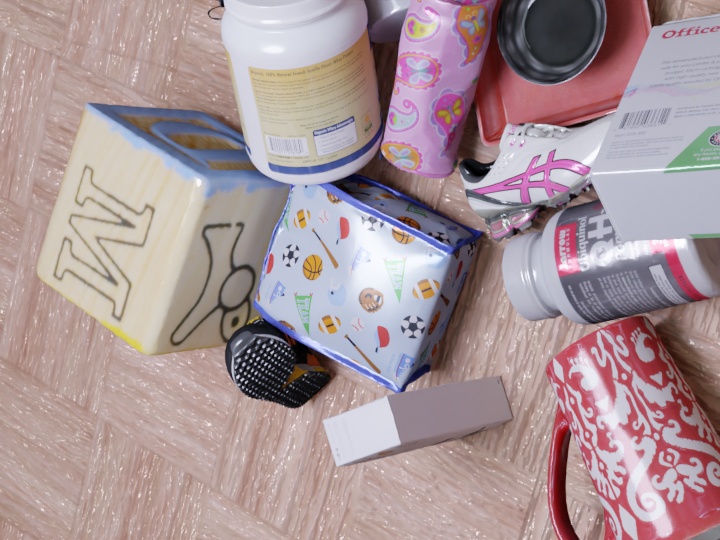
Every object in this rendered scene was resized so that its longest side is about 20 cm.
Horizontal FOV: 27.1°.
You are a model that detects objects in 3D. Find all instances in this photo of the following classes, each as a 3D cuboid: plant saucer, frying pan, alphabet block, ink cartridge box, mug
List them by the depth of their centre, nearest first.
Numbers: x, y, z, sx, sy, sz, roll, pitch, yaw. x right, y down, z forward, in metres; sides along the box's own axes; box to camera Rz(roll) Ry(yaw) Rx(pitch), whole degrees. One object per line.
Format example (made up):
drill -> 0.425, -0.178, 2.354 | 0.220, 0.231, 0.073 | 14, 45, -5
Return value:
ink cartridge box -> 0.296, -0.124, 1.255 | 0.144, 0.201, 0.088 | -3, 136, 35
mug -> 0.238, 0.163, 1.347 | 0.176, 0.133, 0.201 | -26, 71, 3
frying pan -> 0.196, -0.262, 1.379 | 0.115, 0.031, 0.191 | 38, 111, 28
plant saucer -> 0.190, -0.237, 1.427 | 0.198, 0.037, 0.202 | -13, 86, 36
alphabet block -> -0.198, -0.047, 1.600 | 0.196, 0.195, 0.202 | 32, 110, 32

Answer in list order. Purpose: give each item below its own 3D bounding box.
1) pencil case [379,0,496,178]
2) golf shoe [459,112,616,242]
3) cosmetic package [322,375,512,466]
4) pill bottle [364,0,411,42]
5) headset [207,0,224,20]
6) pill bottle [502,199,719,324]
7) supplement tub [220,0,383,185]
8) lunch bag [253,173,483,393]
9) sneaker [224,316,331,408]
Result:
pencil case -> 0.074, -0.189, 1.445 | 0.087, 0.087, 0.201 | 35, 132, 30
golf shoe -> 0.170, -0.102, 1.398 | 0.199, 0.073, 0.092 | -31, 97, 43
cosmetic package -> 0.059, 0.145, 1.444 | 0.082, 0.199, 0.051 | -27, 76, 35
pill bottle -> 0.022, -0.341, 1.497 | 0.113, 0.113, 0.202 | -25, 78, 35
headset -> -0.086, -0.237, 1.626 | 0.200, 0.094, 0.124 | 43, 113, 10
pill bottle -> 0.233, -0.012, 1.361 | 0.199, 0.110, 0.112 | -15, 84, 36
supplement tub -> -0.057, -0.201, 1.461 | 0.144, 0.144, 0.201 | 23, 139, 33
lunch bag -> 0.000, 0.000, 1.521 | 0.199, 0.124, 0.171 | 24, 106, 16
sneaker -> -0.104, 0.083, 1.570 | 0.070, 0.200, 0.090 | -42, 64, 5
